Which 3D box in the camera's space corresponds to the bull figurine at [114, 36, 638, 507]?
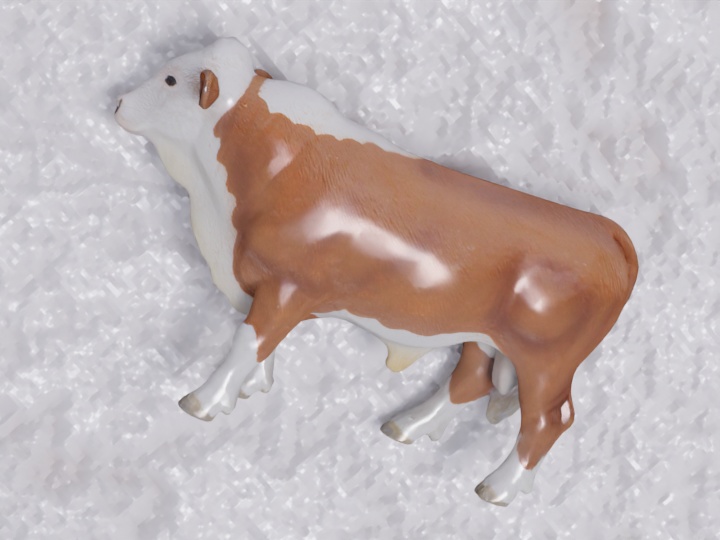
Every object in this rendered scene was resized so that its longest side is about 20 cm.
[{"bbox_3d":[0.000,0.000,0.763,0.199,0.065,0.122,19,103,-12],"label":"bull figurine"}]
